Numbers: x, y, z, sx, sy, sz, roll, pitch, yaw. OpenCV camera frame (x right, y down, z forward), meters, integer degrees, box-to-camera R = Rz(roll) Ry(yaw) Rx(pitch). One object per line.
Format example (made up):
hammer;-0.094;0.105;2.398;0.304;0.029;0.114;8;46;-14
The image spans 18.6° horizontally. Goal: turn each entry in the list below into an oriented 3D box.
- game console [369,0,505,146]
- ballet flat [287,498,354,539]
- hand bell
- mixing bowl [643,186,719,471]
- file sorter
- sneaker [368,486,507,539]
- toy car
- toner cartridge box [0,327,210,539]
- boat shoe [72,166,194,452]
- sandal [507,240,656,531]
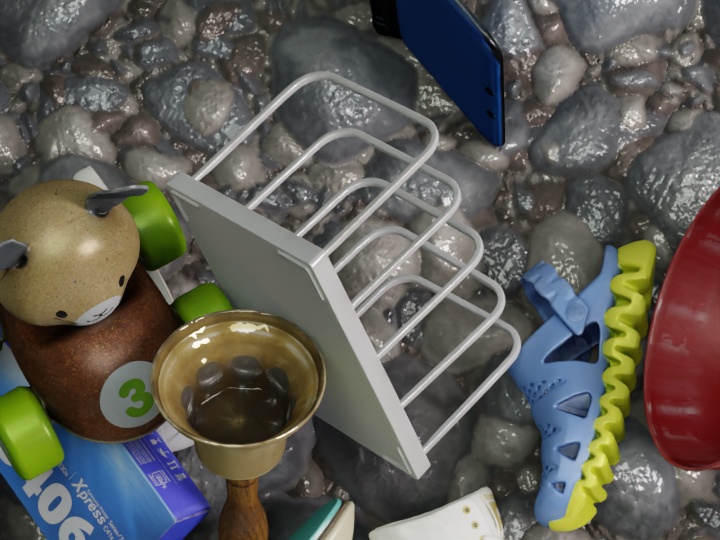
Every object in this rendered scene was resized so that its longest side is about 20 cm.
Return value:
game console;0.065;-0.200;1.421;0.118;0.200;0.172;19;78;8
ballet flat;-0.063;0.233;1.400;0.200;0.069;0.069;-43;76;-4
hand bell;-0.075;0.129;1.357;0.103;0.201;0.105;1;47;-1
mixing bowl;0.272;0.041;1.364;0.108;0.200;0.202;17;76;-19
file sorter;0.000;0.000;1.356;0.124;0.201;0.138;-43;45;-19
sneaker;0.101;0.192;1.385;0.198;0.074;0.116;-6;78;5
toy car;-0.167;0.009;1.306;0.164;0.200;0.158;-29;74;-13
toner cartridge box;-0.191;0.107;1.425;0.095;0.043;0.200;-45;74;26
boat shoe;-0.158;0.029;1.456;0.068;0.072;0.201;-26;84;-3
sandal;0.134;0.071;1.412;0.086;0.080;0.201;10;65;9
